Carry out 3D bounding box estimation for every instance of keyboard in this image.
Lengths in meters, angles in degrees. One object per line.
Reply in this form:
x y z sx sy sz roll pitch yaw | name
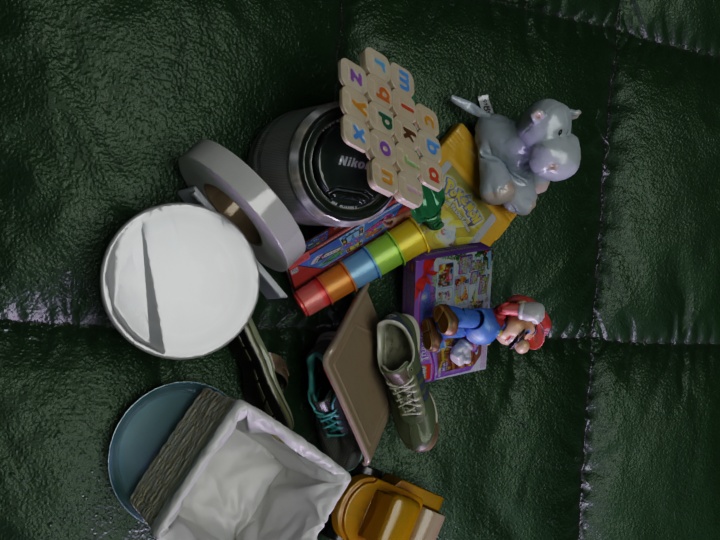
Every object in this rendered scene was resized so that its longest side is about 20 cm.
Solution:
-0.174 -0.035 1.378 0.011 0.056 0.200 -46 112 -21 | keyboard

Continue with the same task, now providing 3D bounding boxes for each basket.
-0.161 0.287 1.318 0.198 0.161 0.200 38 75 -24 | basket

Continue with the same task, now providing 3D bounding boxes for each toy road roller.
0.048 0.366 1.467 0.200 0.146 0.123 28 81 -26 | toy road roller

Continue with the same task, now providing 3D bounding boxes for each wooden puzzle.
0.001 0.143 1.428 0.185 0.037 0.201 -61 139 -54 | wooden puzzle

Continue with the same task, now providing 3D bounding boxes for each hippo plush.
0.264 -0.195 1.518 0.159 0.161 0.201 -10 83 -44 | hippo plush

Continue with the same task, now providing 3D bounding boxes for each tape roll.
-0.153 -0.082 1.307 0.037 0.203 0.203 -46 111 -16 | tape roll

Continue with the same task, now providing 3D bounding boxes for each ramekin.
-0.239 0.014 1.315 0.202 0.094 0.203 1 88 -21 | ramekin

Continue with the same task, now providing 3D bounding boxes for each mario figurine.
0.197 0.093 1.482 0.199 0.123 0.106 -2 96 -26 | mario figurine

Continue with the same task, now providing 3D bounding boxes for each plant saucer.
-0.246 0.249 1.376 0.199 0.027 0.201 -2 94 -26 | plant saucer

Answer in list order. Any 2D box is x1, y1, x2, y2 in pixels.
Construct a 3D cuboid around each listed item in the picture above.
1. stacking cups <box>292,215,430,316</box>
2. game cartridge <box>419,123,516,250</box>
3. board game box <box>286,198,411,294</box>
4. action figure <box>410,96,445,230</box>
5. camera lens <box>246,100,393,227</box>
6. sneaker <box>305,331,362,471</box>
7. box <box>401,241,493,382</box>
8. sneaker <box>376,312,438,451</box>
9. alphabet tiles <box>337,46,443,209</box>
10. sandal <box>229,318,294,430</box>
0.000 0.000 1.423 0.200 0.061 0.061 -32 107 -6 | stacking cups
0.143 -0.094 1.552 0.176 0.032 0.200 47 74 -22 | game cartridge
-0.015 -0.038 1.429 0.200 0.019 0.103 -31 151 -12 | board game box
0.072 -0.143 1.468 0.118 0.055 0.200 -37 112 -27 | action figure
-0.051 -0.140 1.355 0.159 0.200 0.161 -2 94 -27 | camera lens
-0.045 0.191 1.432 0.091 0.077 0.201 -18 98 -71 | sneaker
0.129 0.064 1.525 0.136 0.039 0.201 -9 112 -27 | box
0.057 0.155 1.425 0.090 0.067 0.201 22 58 -68 | sneaker
0.038 -0.181 1.286 0.195 0.015 0.201 20 58 -45 | alphabet tiles
-0.129 0.134 1.404 0.057 0.080 0.202 -26 105 -38 | sandal
